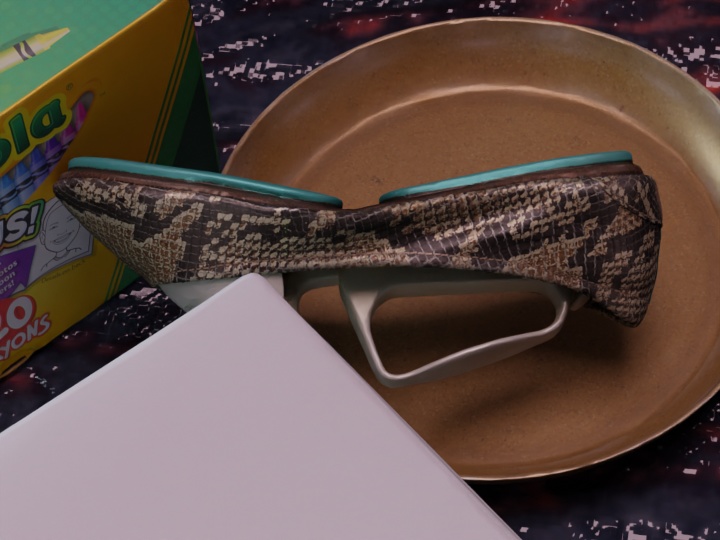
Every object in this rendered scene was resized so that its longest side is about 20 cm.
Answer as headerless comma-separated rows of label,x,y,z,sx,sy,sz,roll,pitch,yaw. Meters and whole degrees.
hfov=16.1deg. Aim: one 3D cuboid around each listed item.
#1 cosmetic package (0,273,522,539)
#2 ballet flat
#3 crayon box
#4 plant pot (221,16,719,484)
cosmetic package,-0.034,0.149,0.659,0.167,0.201,0.166,-33,57,-20
ballet flat,0.000,0.000,0.823,0.198,0.068,0.076,0,86,-4
crayon box,-0.142,-0.017,0.847,0.200,0.119,0.058,-37,58,-22
plant pot,0.046,-0.006,0.881,0.198,0.028,0.201,-2,53,3
